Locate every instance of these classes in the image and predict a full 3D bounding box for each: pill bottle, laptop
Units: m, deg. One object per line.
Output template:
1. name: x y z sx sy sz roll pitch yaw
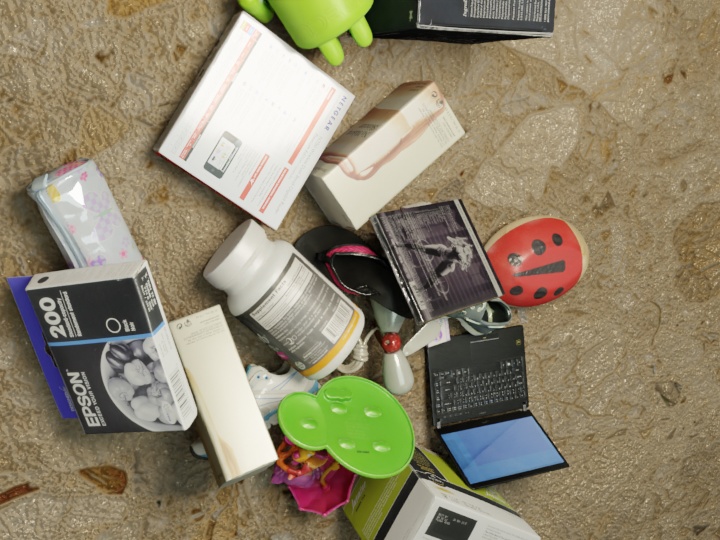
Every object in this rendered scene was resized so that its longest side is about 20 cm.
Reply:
1. pill bottle: -0.098 0.036 1.182 0.200 0.116 0.117 43 82 -17
2. laptop: 0.200 0.194 1.353 0.174 0.103 0.205 -6 93 -26

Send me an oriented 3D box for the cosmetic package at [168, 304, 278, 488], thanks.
1. cosmetic package: -0.174 0.157 1.136 0.070 0.105 0.203 -19 77 -19

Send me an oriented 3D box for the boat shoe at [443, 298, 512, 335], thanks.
1. boat shoe: 0.153 0.039 1.298 0.199 0.061 0.074 35 52 -52

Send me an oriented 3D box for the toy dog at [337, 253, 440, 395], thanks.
1. toy dog: 0.047 0.058 1.277 0.096 0.130 0.204 -14 120 -66

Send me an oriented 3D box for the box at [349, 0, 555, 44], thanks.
1. box: 0.111 -0.353 1.157 0.193 0.199 0.127 -5 102 -25

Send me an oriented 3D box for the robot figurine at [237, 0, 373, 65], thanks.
1. robot figurine: -0.060 -0.348 1.096 0.173 0.116 0.201 -30 117 11

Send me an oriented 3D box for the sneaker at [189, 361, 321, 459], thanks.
1. sneaker: -0.147 0.174 1.225 0.198 0.075 0.088 -31 107 -26

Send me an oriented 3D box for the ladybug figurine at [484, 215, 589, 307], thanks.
1. ladybug figurine: 0.263 -0.009 1.376 0.196 0.072 0.139 -15 107 -22

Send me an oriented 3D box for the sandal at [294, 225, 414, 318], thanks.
1. sandal: 0.000 0.000 1.208 0.197 0.045 0.076 26 103 13

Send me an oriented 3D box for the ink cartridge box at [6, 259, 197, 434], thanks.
1. ink cartridge box: -0.306 0.095 1.065 0.196 0.044 0.202 -6 114 20

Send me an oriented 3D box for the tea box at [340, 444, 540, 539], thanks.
1. tea box: 0.107 0.352 1.303 0.198 0.197 0.135 27 97 -27

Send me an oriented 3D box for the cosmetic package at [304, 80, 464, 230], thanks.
1. cosmetic package: 0.026 -0.154 1.215 0.200 0.103 0.088 -43 113 -13

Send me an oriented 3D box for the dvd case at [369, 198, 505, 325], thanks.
1. dvd case: 0.106 -0.017 1.225 0.198 0.016 0.151 -14 76 -49

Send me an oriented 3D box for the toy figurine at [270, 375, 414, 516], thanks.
1. toy figurine: -0.054 0.254 1.229 0.197 0.152 0.185 9 135 -29

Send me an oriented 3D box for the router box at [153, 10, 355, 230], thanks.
1. router box: -0.131 -0.184 1.152 0.178 0.049 0.202 33 85 -22

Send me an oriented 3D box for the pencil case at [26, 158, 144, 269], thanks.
1. pencil case: -0.313 -0.029 1.085 0.091 0.082 0.203 -40 117 -43

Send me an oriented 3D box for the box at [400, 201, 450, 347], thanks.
1. box: 0.093 0.005 1.315 0.041 0.039 0.204 -13 106 -22
